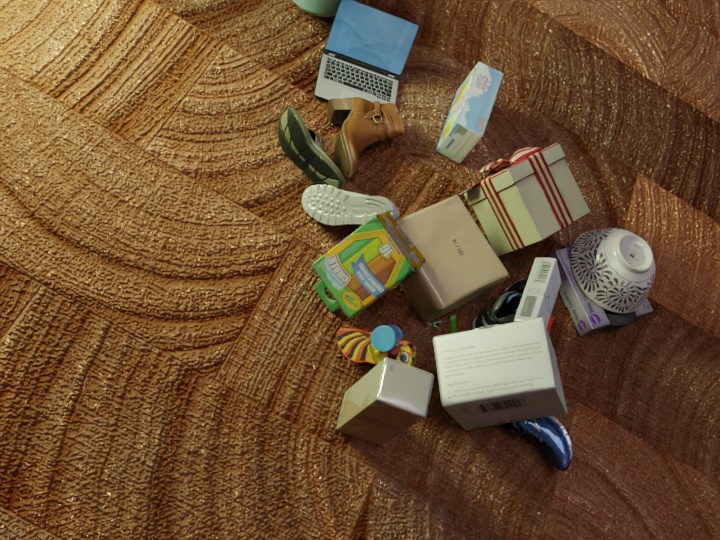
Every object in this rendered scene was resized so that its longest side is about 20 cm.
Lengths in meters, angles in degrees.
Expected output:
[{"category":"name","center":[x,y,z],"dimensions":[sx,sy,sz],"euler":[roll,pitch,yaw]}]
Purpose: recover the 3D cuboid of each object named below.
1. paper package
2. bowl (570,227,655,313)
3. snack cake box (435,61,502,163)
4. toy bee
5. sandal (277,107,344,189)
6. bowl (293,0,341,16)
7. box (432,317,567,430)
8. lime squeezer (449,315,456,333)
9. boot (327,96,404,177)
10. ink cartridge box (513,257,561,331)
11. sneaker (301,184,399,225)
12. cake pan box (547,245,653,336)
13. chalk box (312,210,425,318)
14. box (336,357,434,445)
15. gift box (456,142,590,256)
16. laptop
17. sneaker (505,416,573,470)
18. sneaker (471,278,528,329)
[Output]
[{"category":"paper package","center":[0.162,-0.022,1.579],"dimensions":[0.190,0.104,0.201],"euler":[-24,76,-30]},{"category":"bowl","center":[0.560,-0.018,1.683],"dimensions":[0.200,0.094,0.202],"euler":[9,63,-18]},{"category":"snack cake box","center":[0.245,-0.355,1.771],"dimensions":[0.067,0.115,0.201],"euler":[26,58,-7]},{"category":"toy bee","center":[0.054,0.152,1.429],"dimensions":[0.131,0.199,0.109],"euler":[1,83,-52]},{"category":"sandal","center":[-0.100,-0.242,1.611],"dimensions":[0.201,0.080,0.057],"euler":[54,41,2]},{"category":"bowl","center":[-0.085,-0.650,1.778],"dimensions":[0.199,0.105,0.202],"euler":[7,49,-9]},{"category":"box","center":[0.252,0.189,1.410],"dimensions":[0.198,0.200,0.131],"euler":[-12,64,16]},{"category":"lime squeezer","center":[0.209,0.152,1.537],"dimensions":[0.200,0.070,0.038],"euler":[47,34,-30]},{"category":"boot","center":[0.021,-0.286,1.669],"dimensions":[0.154,0.074,0.201],"euler":[-1,65,-20]},{"category":"ink cartridge box","center":[0.362,0.099,1.555],"dimensions":[0.047,0.200,0.161],"euler":[4,52,30]},{"category":"sneaker","center":[-0.020,-0.122,1.564],"dimensions":[0.199,0.080,0.077],"euler":[15,97,17]},{"category":"cake pan box","center":[0.522,0.035,1.726],"dimensions":[0.183,0.052,0.201],"euler":[-12,70,-24]},{"category":"chalk box","center":[0.000,0.000,1.463],"dimensions":[0.125,0.200,0.124],"euler":[53,16,2]},{"category":"box","center":[0.039,0.227,1.348],"dimensions":[0.094,0.200,0.078],"euler":[21,59,-11]},{"category":"gift box","center":[0.333,-0.151,1.671],"dimensions":[0.184,0.200,0.188],"euler":[-27,92,-34]},{"category":"laptop","center":[0.014,-0.461,1.732],"dimensions":[0.186,0.116,0.201],"euler":[16,60,-13]},{"category":"sneaker","center":[0.324,0.300,1.508],"dimensions":[0.089,0.079,0.200],"euler":[-28,69,-23]},{"category":"sneaker","center":[0.321,0.065,1.593],"dimensions":[0.200,0.112,0.073],"euler":[-36,82,-32]}]
